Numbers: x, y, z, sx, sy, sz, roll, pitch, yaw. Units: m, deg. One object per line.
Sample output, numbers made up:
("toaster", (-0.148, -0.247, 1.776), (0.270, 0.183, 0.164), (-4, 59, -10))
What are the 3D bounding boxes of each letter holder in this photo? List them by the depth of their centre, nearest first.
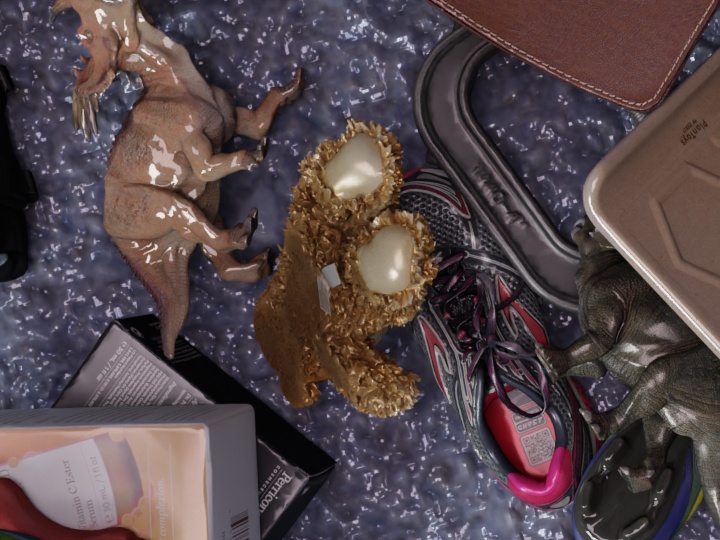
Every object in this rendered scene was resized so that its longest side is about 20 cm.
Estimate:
("letter holder", (0.089, -0.176, 1.480), (0.199, 0.101, 0.143), (31, 83, -3))

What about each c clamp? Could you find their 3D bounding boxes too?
("c clamp", (0.133, -0.071, 1.540), (0.171, 0.027, 0.200), (-42, 88, -3))

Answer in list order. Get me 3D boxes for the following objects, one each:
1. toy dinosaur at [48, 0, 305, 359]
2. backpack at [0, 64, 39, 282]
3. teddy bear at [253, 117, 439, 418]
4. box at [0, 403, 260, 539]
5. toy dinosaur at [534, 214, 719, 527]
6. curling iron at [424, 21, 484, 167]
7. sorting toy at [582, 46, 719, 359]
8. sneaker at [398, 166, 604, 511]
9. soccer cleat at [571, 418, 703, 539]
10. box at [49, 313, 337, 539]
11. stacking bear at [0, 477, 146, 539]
("toy dinosaur", (-0.112, -0.059, 1.568), (0.135, 0.086, 0.201), (10, 96, 10))
("backpack", (-0.277, -0.058, 1.541), (0.153, 0.200, 0.164), (-12, 92, 11))
("teddy bear", (0.000, 0.000, 1.505), (0.066, 0.201, 0.145), (-19, 55, -23))
("box", (-0.159, 0.151, 1.502), (0.199, 0.106, 0.153), (-3, 92, 12))
("toy dinosaur", (0.153, 0.046, 1.458), (0.102, 0.077, 0.200), (-36, 70, -1))
("curling iron", (0.057, -0.156, 1.556), (0.049, 0.026, 0.201), (7, 97, -12))
("sorting toy", (0.218, -0.011, 1.470), (0.200, 0.185, 0.036), (50, 139, -2))
("sneaker", (0.071, 0.034, 1.543), (0.080, 0.075, 0.201), (-31, 86, 12))
("soccer cleat", (0.180, 0.075, 1.531), (0.065, 0.084, 0.200), (36, 79, 17))
("box", (-0.130, 0.146, 1.588), (0.141, 0.079, 0.200), (39, 99, 10))
("stacking bear", (-0.185, 0.175, 1.351), (0.121, 0.200, 0.114), (22, 97, 9))
